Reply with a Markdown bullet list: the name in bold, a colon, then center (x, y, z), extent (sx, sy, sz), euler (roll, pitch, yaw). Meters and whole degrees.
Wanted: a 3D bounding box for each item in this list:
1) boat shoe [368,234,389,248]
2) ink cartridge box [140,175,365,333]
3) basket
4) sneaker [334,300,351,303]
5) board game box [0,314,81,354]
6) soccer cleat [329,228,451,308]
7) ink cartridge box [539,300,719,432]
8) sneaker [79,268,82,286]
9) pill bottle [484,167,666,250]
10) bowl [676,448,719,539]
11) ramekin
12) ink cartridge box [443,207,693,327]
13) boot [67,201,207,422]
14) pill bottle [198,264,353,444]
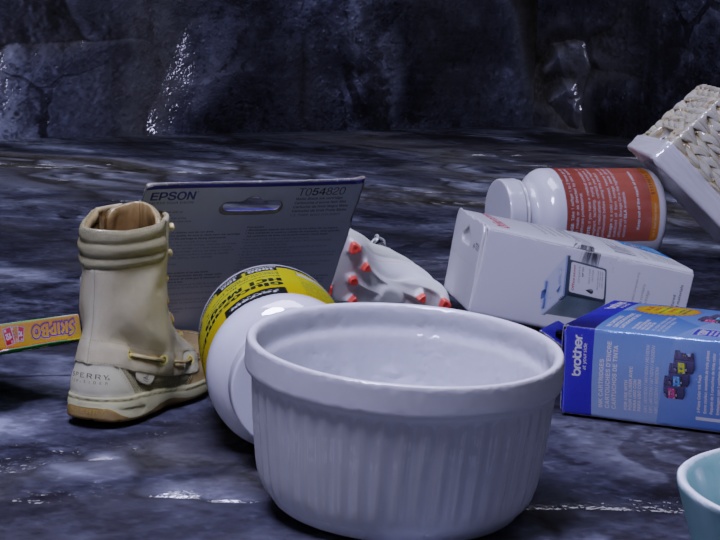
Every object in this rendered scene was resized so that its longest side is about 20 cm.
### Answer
- **boat shoe**: center (0.000, -0.007, 2.017), extent (0.073, 0.063, 0.200), euler (-5, 11, -39)
- **ink cartridge box**: center (-0.112, -0.005, 1.579), extent (0.199, 0.200, 0.041), euler (-2, 41, -28)
- **basket**: center (0.440, -0.117, 2.303), extent (0.200, 0.123, 0.136), euler (44, 2, -11)
- **sneaker**: center (0.006, 0.067, 1.518), extent (0.114, 0.076, 0.199), euler (2, 6, 10)
- **board game box**: center (-0.307, 0.059, 1.505), extent (0.200, 0.030, 0.095), euler (-6, 2, 41)
- **soccer cleat**: center (0.000, 0.000, 1.790), extent (0.200, 0.069, 0.078), euler (28, 13, -34)
- **ink cartridge box**: center (0.243, 0.074, 1.523), extent (0.199, 0.077, 0.136), euler (4, 9, 23)
- **sneaker**: center (-0.168, 0.015, 1.862), extent (0.200, 0.077, 0.080), euler (-9, 24, -31)
- **pill bottle**: center (0.255, -0.068, 2.299), extent (0.199, 0.113, 0.112), euler (0, 9, -19)
- **bowl**: center (0.247, 0.153, 0.910), extent (0.200, 0.105, 0.201), euler (2, 10, 0)
- **ramekin**: center (0.024, 0.094, 1.204), extent (0.200, 0.105, 0.200), euler (4, 13, -1)
- **ink cartridge box**: center (0.190, 0.007, 1.794), extent (0.199, 0.086, 0.146), euler (10, 8, -8)
- **boot**: center (-0.164, 0.024, 1.481), extent (0.073, 0.156, 0.200), euler (5, 10, 21)
- **pill bottle**: center (-0.058, 0.064, 1.385), extent (0.112, 0.113, 0.200), euler (1, 9, -8)
